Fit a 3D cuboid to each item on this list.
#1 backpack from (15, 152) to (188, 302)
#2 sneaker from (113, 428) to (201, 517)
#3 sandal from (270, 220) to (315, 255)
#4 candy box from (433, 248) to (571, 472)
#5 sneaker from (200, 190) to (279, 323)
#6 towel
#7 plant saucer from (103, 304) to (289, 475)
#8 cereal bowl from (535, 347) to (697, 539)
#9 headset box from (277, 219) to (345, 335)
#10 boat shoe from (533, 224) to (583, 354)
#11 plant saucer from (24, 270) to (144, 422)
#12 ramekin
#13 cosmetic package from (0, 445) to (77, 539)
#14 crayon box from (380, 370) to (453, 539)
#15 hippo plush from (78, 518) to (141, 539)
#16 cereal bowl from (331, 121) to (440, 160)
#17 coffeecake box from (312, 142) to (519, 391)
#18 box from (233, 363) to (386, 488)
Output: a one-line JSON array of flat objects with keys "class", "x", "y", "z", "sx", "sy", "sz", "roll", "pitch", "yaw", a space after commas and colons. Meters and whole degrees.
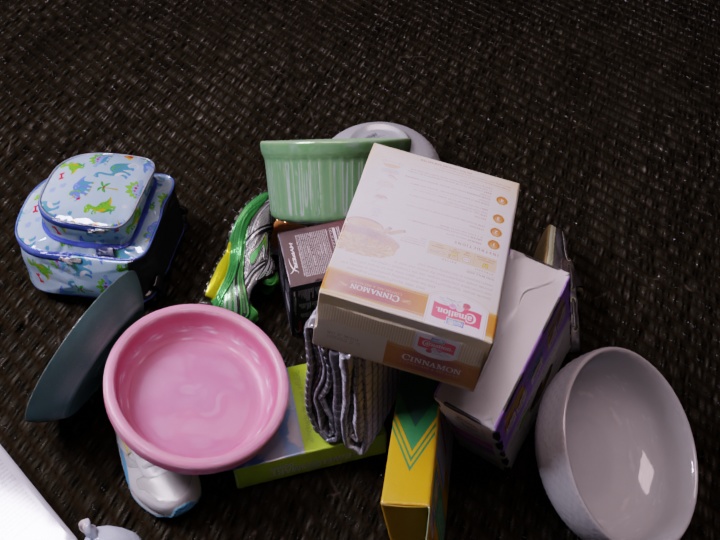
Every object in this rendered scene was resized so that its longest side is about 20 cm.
[{"class": "backpack", "x": -0.353, "y": -0.064, "z": 1.092, "sx": 0.194, "sy": 0.149, "sz": 0.186, "roll": 1, "pitch": 45, "yaw": 6}, {"class": "sneaker", "x": -0.239, "y": 0.183, "z": 0.907, "sx": 0.075, "sy": 0.082, "sz": 0.201, "roll": -24, "pitch": 52, "yaw": -22}, {"class": "sandal", "x": -0.069, "y": -0.045, "z": 1.125, "sx": 0.202, "sy": 0.060, "sz": 0.080, "roll": 17, "pitch": 50, "yaw": 17}, {"class": "candy box", "x": 0.157, "y": 0.103, "z": 0.858, "sx": 0.070, "sy": 0.201, "sz": 0.170, "roll": 24, "pitch": 74, "yaw": 23}, {"class": "sneaker", "x": -0.140, "y": -0.013, "z": 1.088, "sx": 0.083, "sy": 0.078, "sz": 0.204, "roll": 17, "pitch": 67, "yaw": 3}, {"class": "towel", "x": 0.004, "y": 0.068, "z": 0.862, "sx": 0.084, "sy": 0.203, "sz": 0.167, "roll": 18, "pitch": 48, "yaw": 20}, {"class": "plant saucer", "x": -0.176, "y": 0.131, "z": 0.882, "sx": 0.195, "sy": 0.051, "sz": 0.204, "roll": 10, "pitch": 47, "yaw": -11}, {"class": "cereal bowl", "x": 0.253, "y": 0.189, "z": 0.845, "sx": 0.196, "sy": 0.083, "sz": 0.205, "roll": 12, "pitch": 66, "yaw": -28}, {"class": "headset box", "x": 0.000, "y": 0.000, "z": 1.014, "sx": 0.195, "sy": 0.149, "sz": 0.077, "roll": -12, "pitch": 66, "yaw": -9}, {"class": "boat shoe", "x": 0.253, "y": 0.028, "z": 1.051, "sx": 0.063, "sy": 0.074, "sz": 0.203, "roll": 14, "pitch": 52, "yaw": 0}, {"class": "plant saucer", "x": -0.302, "y": 0.094, "z": 0.930, "sx": 0.036, "sy": 0.201, "sz": 0.202, "roll": 33, "pitch": 52, "yaw": -2}, {"class": "ramekin", "x": -0.030, "y": -0.118, "z": 1.054, "sx": 0.194, "sy": 0.101, "sz": 0.200, "roll": -1, "pitch": 10, "yaw": 0}, {"class": "cosmetic package", "x": -0.378, "y": 0.262, "z": 0.843, "sx": 0.199, "sy": 0.072, "sz": 0.101, "roll": 36, "pitch": 57, "yaw": 29}, {"class": "crayon box", "x": 0.061, "y": 0.210, "z": 0.840, "sx": 0.050, "sy": 0.127, "sz": 0.203, "roll": 0, "pitch": 46, "yaw": 12}, {"class": "hippo plush", "x": -0.217, "y": 0.295, "z": 0.750, "sx": 0.159, "sy": 0.162, "sz": 0.200, "roll": 29, "pitch": 54, "yaw": 25}, {"class": "cereal bowl", "x": 0.027, "y": -0.154, "z": 1.208, "sx": 0.194, "sy": 0.084, "sz": 0.203, "roll": -1, "pitch": 48, "yaw": 1}, {"class": "coffeecake box", "x": 0.055, "y": -0.010, "z": 0.751, "sx": 0.150, "sy": 0.074, "sz": 0.203, "roll": 16, "pitch": 48, "yaw": 4}, {"class": "box", "x": -0.078, "y": 0.170, "z": 0.936, "sx": 0.195, "sy": 0.048, "sz": 0.124, "roll": -11, "pitch": 48, "yaw": -9}]
